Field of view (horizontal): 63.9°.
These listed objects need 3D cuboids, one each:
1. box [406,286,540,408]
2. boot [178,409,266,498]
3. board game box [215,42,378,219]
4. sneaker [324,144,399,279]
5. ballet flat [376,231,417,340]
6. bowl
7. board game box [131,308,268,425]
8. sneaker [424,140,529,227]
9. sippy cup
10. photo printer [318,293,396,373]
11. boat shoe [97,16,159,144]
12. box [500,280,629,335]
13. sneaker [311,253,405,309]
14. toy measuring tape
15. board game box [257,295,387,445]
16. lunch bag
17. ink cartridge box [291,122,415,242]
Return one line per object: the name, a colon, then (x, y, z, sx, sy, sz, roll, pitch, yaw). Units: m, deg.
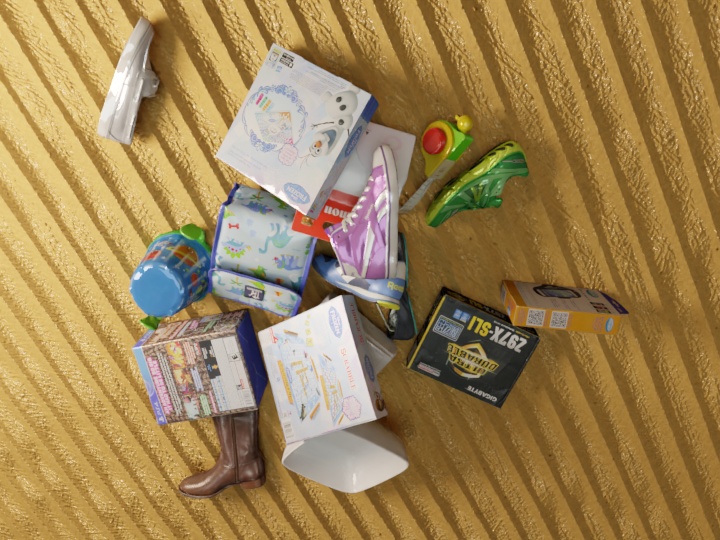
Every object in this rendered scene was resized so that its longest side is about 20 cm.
box: (0.205, 0.143, 1.064, 0.197, 0.049, 0.162, 24, 106, -5)
boot: (-0.283, 0.344, 1.144, 0.182, 0.064, 0.204, -8, 112, -9)
board game box: (-0.102, -0.217, 0.896, 0.198, 0.043, 0.201, 33, 96, 20)
sneaker: (0.002, -0.089, 0.876, 0.111, 0.073, 0.206, 1, 90, -1)
ballet flat: (0.057, 0.034, 1.020, 0.071, 0.073, 0.204, -7, 110, 5)
bowl: (-0.029, 0.332, 1.088, 0.198, 0.076, 0.199, 31, 130, -25)
board game box: (-0.291, 0.178, 1.071, 0.195, 0.097, 0.163, -10, 108, 6)
sneaker: (0.193, -0.128, 0.958, 0.198, 0.074, 0.084, -36, 100, 13)
sippy cup: (-0.330, 0.014, 1.001, 0.136, 0.131, 0.182, -5, 109, 5)
photo printer: (-0.055, 0.163, 1.063, 0.165, 0.070, 0.201, 38, 113, -9)
boat shoe: (-0.364, -0.300, 0.934, 0.067, 0.072, 0.203, 19, 103, -27)
box: (0.349, 0.064, 0.992, 0.195, 0.119, 0.042, 8, 110, 1)
sneaker: (0.000, 0.000, 0.980, 0.198, 0.073, 0.084, 22, 92, 37)
toy measuring tape: (0.112, -0.183, 0.958, 0.073, 0.074, 0.200, 36, 124, -9)
board game box: (-0.069, 0.169, 0.969, 0.197, 0.041, 0.204, -23, 77, 31)
lunch bag: (-0.167, -0.022, 0.991, 0.167, 0.128, 0.203, 17, 120, -6)
ink cartridge box: (-0.010, -0.143, 0.923, 0.159, 0.057, 0.204, 16, 68, -3)
